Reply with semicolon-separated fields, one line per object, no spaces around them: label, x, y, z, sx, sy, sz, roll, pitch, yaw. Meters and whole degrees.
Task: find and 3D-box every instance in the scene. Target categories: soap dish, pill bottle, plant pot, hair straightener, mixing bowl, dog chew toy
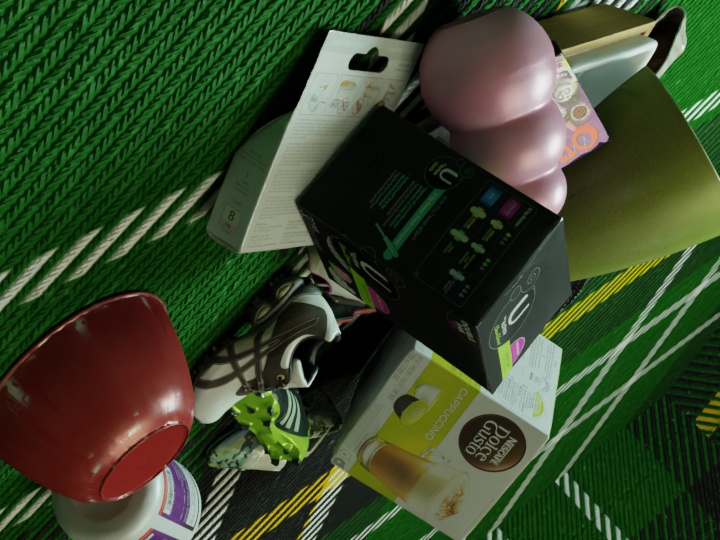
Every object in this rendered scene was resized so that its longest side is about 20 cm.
soap dish;0.204;-0.193;1.420;0.199;0.081;0.158;-24;153;-46
pill bottle;-0.228;0.234;1.384;0.112;0.113;0.200;-42;161;-5
plant pot;0.252;-0.076;1.407;0.198;0.189;0.187;-30;162;9
hair straightener;0.011;0.024;1.531;0.077;0.041;0.199;-52;154;20
mixing bowl;-0.217;0.128;1.196;0.199;0.108;0.201;-39;161;-16
dog chew toy;0.128;-0.128;1.222;0.123;0.202;0.125;-19;-167;4

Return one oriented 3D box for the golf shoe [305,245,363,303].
golf shoe;0.000;0.000;1.427;0.090;0.076;0.200;-9;158;10

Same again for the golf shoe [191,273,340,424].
golf shoe;-0.100;0.100;1.395;0.200;0.095;0.077;-50;161;21

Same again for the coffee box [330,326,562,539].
coffee box;0.110;0.164;1.684;0.200;0.196;0.201;-55;-174;29

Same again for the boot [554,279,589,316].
boot;0.262;-0.007;1.643;0.200;0.068;0.130;-46;165;8

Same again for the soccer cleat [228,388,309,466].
soccer cleat;-0.102;0.147;1.543;0.201;0.067;0.082;67;26;-54

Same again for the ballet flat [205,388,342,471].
ballet flat;-0.095;0.202;1.651;0.199;0.074;0.075;-26;154;-41

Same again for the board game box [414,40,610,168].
board game box;0.129;-0.122;1.325;0.199;0.032;0.120;-31;132;12

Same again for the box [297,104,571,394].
box;0.067;-0.017;1.193;0.125;0.199;0.149;-50;155;-14

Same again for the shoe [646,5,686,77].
shoe;0.309;-0.234;1.567;0.200;0.070;0.054;-44;167;-26

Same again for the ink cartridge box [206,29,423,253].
ink cartridge box;-0.038;-0.115;1.177;0.162;0.057;0.202;-9;123;-59
